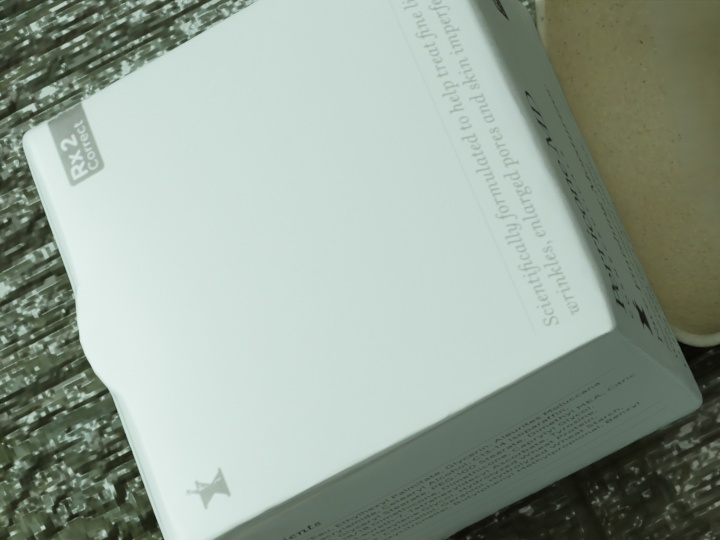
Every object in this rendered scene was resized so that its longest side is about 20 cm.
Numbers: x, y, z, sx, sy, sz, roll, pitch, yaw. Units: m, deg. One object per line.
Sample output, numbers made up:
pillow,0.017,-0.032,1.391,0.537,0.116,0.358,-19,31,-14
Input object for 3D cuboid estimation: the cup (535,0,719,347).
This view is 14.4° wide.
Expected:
cup,0.177,-0.083,1.156,0.143,0.200,0.201,-14,80,-19

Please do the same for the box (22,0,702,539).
box,0.000,0.000,1.149,0.200,0.131,0.199,-28,67,14
